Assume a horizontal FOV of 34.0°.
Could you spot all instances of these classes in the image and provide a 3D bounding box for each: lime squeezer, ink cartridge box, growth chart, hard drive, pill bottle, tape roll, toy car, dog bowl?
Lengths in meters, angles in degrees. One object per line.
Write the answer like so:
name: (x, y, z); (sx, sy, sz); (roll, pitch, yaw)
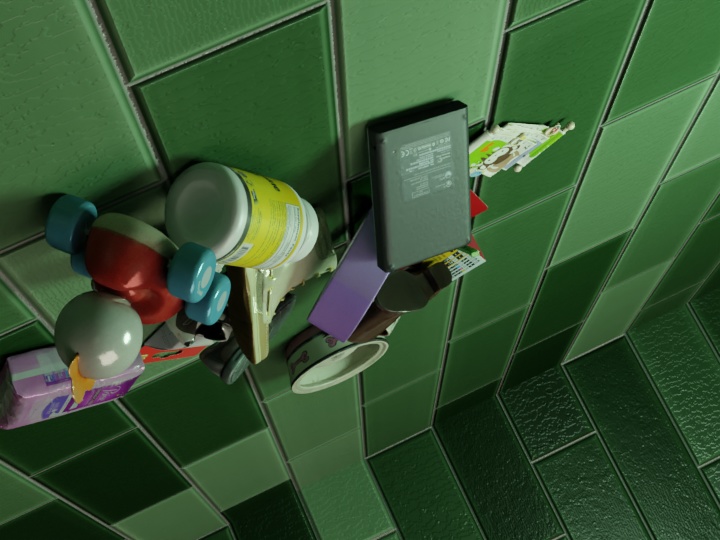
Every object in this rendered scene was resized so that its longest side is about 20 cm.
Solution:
lime squeezer: (0.107, -0.070, 1.675); (0.070, 0.201, 0.038); (-29, 122, 6)
ink cartridge box: (-0.251, 0.109, 1.823); (0.160, 0.051, 0.200); (-4, 149, -49)
growth chart: (0.209, -0.176, 1.734); (0.198, 0.018, 0.145); (-8, 154, -43)
hard drive: (0.080, -0.107, 1.532); (0.138, 0.033, 0.202); (-19, 123, -23)
pill bottle: (-0.135, -0.060, 1.416); (0.112, 0.113, 0.199); (-34, 161, 21)
tape roll: (0.000, 0.000, 1.671); (0.202, 0.065, 0.200); (-59, -178, 3)
toy car: (-0.271, 0.052, 1.290); (0.177, 0.182, 0.202); (78, 34, -72)
dog bowl: (-0.051, 0.147, 2.162); (0.198, 0.074, 0.201); (-23, 161, -8)
ink cartridge box: (0.121, -0.047, 1.854); (0.174, 0.085, 0.200); (-31, 161, 13)

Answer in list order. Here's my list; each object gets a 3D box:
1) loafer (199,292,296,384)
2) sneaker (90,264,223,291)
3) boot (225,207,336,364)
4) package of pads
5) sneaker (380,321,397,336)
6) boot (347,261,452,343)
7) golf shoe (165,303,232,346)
loafer: (-0.164, 0.084, 1.736); (0.200, 0.062, 0.072); (-51, 167, -47)
sneaker: (-0.245, -0.012, 1.479); (0.199, 0.080, 0.077); (-31, 127, -46)
boot: (-0.106, 0.021, 1.627); (0.153, 0.072, 0.203); (-19, 121, -31)
package of pads: (-0.417, 0.154, 1.671); (0.198, 0.076, 0.120); (-13, 160, -36)
sneaker: (0.057, 0.070, 2.084); (0.198, 0.085, 0.073); (-23, 160, -16)
boot: (0.025, 0.066, 1.790); (0.199, 0.065, 0.185); (-33, 168, 38)
golf shoe: (-0.195, 0.058, 1.689); (0.198, 0.095, 0.078); (-15, 158, -36)
